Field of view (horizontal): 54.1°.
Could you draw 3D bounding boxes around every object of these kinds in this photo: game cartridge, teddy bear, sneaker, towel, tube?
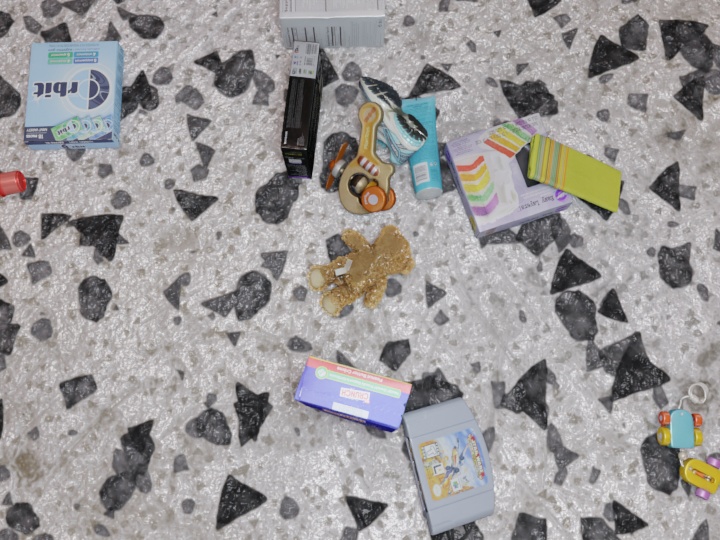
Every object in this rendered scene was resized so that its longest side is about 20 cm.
[{"bbox_3d":[0.152,0.325,1.188,0.131,0.042,0.203,-13,82,-11],"label":"game cartridge"},{"bbox_3d":[0.000,0.000,1.268,0.145,0.067,0.200,43,88,18],"label":"teddy bear"},{"bbox_3d":[0.040,-0.281,1.315,0.077,0.087,0.201,0,49,-42],"label":"sneaker"},{"bbox_3d":[0.390,-0.175,1.283,0.197,0.018,0.087,19,73,-18],"label":"towel"},{"bbox_3d":[0.115,-0.236,1.322,0.076,0.050,0.203,-6,73,0],"label":"tube"}]

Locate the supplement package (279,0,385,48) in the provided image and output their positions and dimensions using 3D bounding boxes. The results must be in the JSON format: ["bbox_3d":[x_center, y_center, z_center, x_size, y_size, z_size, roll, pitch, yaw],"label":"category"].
[{"bbox_3d":[-0.054,-0.503,1.346,0.196,0.110,0.116,-1,78,0],"label":"supplement package"}]

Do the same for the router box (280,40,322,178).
[{"bbox_3d":[-0.104,-0.286,1.279,0.050,0.149,0.203,6,77,1],"label":"router box"}]

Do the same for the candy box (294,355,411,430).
[{"bbox_3d":[-0.011,0.204,1.146,0.167,0.200,0.078,16,78,3],"label":"candy box"}]

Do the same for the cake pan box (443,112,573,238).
[{"bbox_3d":[0.275,-0.177,1.305,0.197,0.052,0.187,-16,80,-4],"label":"cake pan box"}]

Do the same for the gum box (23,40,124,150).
[{"bbox_3d":[-0.544,-0.334,1.344,0.167,0.045,0.203,-2,77,0],"label":"gum box"}]

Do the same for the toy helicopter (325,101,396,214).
[{"bbox_3d":[0.001,-0.203,1.276,0.130,0.079,0.203,10,101,18],"label":"toy helicopter"}]

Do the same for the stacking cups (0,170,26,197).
[{"bbox_3d":[-0.724,-0.151,1.303,0.197,0.061,0.061,-12,78,-7],"label":"stacking cups"}]

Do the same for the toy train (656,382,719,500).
[{"bbox_3d":[0.592,0.299,1.202,0.149,0.056,0.201,-36,83,-8],"label":"toy train"}]
